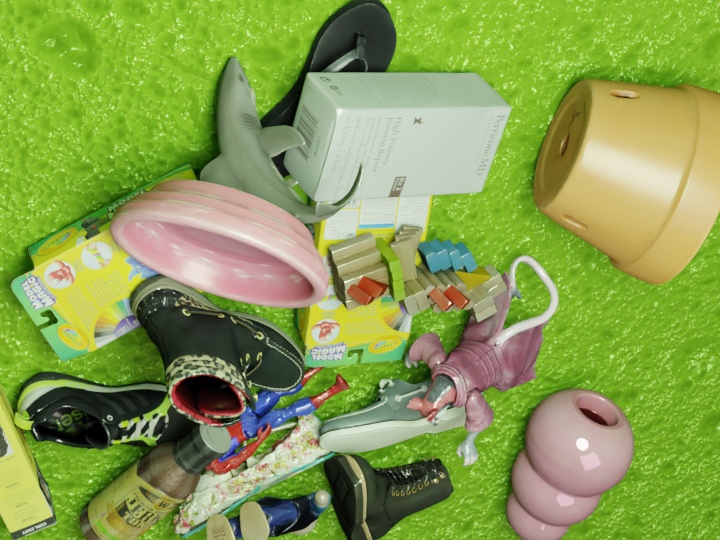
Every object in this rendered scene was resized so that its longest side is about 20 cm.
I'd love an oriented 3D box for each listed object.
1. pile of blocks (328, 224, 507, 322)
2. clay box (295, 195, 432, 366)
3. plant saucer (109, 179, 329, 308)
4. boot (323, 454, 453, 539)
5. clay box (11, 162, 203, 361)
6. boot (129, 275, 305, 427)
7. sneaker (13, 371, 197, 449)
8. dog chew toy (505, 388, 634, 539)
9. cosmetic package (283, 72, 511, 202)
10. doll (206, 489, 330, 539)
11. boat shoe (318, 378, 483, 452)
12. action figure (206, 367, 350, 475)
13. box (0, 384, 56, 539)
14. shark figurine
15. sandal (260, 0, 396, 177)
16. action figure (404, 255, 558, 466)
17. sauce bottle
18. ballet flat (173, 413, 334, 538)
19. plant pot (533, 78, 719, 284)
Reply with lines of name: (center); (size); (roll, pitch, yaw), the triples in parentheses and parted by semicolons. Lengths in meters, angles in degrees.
pile of blocks: (0.066, 0.007, 1.385); (0.199, 0.062, 0.082); (3, 118, -27)
clay box: (0.000, 0.000, 1.429); (0.114, 0.048, 0.201); (-2, 121, -21)
plant saucer: (-0.121, -0.026, 1.259); (0.200, 0.200, 0.051); (28, 69, -31)
boot: (0.038, 0.226, 1.550); (0.138, 0.078, 0.200); (-24, 157, -11)
clay box: (-0.224, -0.005, 1.354); (0.199, 0.048, 0.115); (-27, 127, -2)
boot: (-0.120, 0.098, 1.338); (0.203, 0.154, 0.074); (31, 108, -34)
sneaker: (-0.250, 0.158, 1.419); (0.199, 0.083, 0.072); (8, 117, -24)
dog chew toy: (0.228, 0.232, 1.620); (0.124, 0.125, 0.201); (9, 124, -24)
cosmetic package: (0.035, -0.127, 1.332); (0.199, 0.074, 0.102); (-5, 129, -32)
doll: (-0.097, 0.265, 1.506); (0.136, 0.049, 0.200); (-22, 169, 17)
boat shoe: (0.041, 0.147, 1.521); (0.199, 0.062, 0.073); (-10, 158, -23)
action figure: (-0.110, 0.154, 1.481); (0.200, 0.066, 0.052); (-35, 152, 1)
box: (-0.358, 0.165, 1.391); (0.050, 0.075, 0.201); (-21, 123, -9)
shark figurine: (-0.092, -0.081, 1.264); (0.089, 0.215, 0.129); (-9, 133, -39)
sandal: (-0.031, -0.164, 1.334); (0.076, 0.043, 0.200); (28, 107, -31)
action figure: (0.125, 0.101, 1.456); (0.134, 0.200, 0.149); (48, 134, 5)
sauce bottle: (-0.208, 0.217, 1.445); (0.065, 0.065, 0.200); (27, 127, -31)
ballet flat: (-0.121, 0.211, 1.518); (0.199, 0.076, 0.064); (-29, 94, -7)
plant pot: (0.260, -0.101, 1.400); (0.139, 0.200, 0.201); (18, 113, -10)
